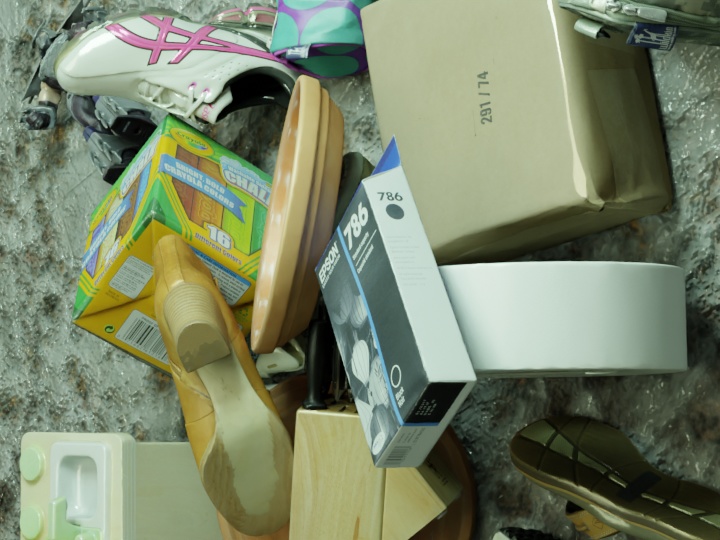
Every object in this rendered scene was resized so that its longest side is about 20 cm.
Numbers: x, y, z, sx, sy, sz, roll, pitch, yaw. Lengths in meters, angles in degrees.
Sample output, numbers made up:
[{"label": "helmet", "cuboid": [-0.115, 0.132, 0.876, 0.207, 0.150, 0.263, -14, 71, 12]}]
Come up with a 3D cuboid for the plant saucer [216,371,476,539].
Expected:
[{"label": "plant saucer", "cuboid": [-0.014, 0.173, 1.674, 0.199, 0.032, 0.201, 2, 97, 14]}]

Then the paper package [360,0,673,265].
[{"label": "paper package", "cuboid": [0.107, -0.116, 1.595, 0.190, 0.103, 0.201, -19, 75, 41]}]

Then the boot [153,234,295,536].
[{"label": "boot", "cuboid": [-0.101, 0.080, 1.646, 0.144, 0.071, 0.202, -110, 2, -62]}]

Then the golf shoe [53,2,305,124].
[{"label": "golf shoe", "cuboid": [-0.140, -0.158, 1.769, 0.073, 0.199, 0.092, 105, 153, -52]}]

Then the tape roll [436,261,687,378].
[{"label": "tape roll", "cuboid": [0.119, 0.035, 1.508, 0.202, 0.202, 0.071, -6, 84, 43]}]

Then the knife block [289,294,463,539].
[{"label": "knife block", "cuboid": [-0.019, 0.126, 1.619, 0.200, 0.064, 0.176, -41, 86, 16]}]

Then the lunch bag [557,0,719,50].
[{"label": "lunch bag", "cuboid": [0.209, -0.242, 1.461, 0.139, 0.167, 0.201, 15, 98, 43]}]

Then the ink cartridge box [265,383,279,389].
[{"label": "ink cartridge box", "cuboid": [-0.034, 0.188, 1.748, 0.162, 0.050, 0.201, -5, 81, 43]}]

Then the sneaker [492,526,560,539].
[{"label": "sneaker", "cuboid": [0.145, 0.264, 1.555, 0.200, 0.070, 0.094, 43, 110, 34]}]

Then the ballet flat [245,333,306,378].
[{"label": "ballet flat", "cuboid": [-0.049, 0.038, 1.764, 0.200, 0.074, 0.074, -54, 54, 31]}]

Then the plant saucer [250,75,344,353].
[{"label": "plant saucer", "cuboid": [-0.044, -0.037, 1.601, 0.200, 0.037, 0.201, -170, 90, -84]}]

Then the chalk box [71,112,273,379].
[{"label": "chalk box", "cuboid": [-0.139, -0.028, 1.784, 0.124, 0.125, 0.200, -49, 21, 28]}]

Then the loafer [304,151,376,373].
[{"label": "loafer", "cuboid": [0.000, 0.000, 1.671, 0.075, 0.069, 0.201, -88, 5, -52]}]

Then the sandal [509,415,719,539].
[{"label": "sandal", "cuboid": [0.179, 0.160, 1.538, 0.200, 0.080, 0.054, 27, 128, 37]}]

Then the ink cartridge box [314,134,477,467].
[{"label": "ink cartridge box", "cuboid": [0.015, 0.018, 1.451, 0.100, 0.039, 0.200, 118, 144, -46]}]

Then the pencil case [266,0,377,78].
[{"label": "pencil case", "cuboid": [-0.033, -0.255, 1.750, 0.092, 0.085, 0.201, -4, 83, 14]}]

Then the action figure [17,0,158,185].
[{"label": "action figure", "cuboid": [-0.242, -0.160, 1.958, 0.200, 0.069, 0.130, 49, 124, 38]}]

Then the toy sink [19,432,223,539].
[{"label": "toy sink", "cuboid": [-0.199, 0.185, 1.802, 0.130, 0.200, 0.113, -4, 85, 44]}]
